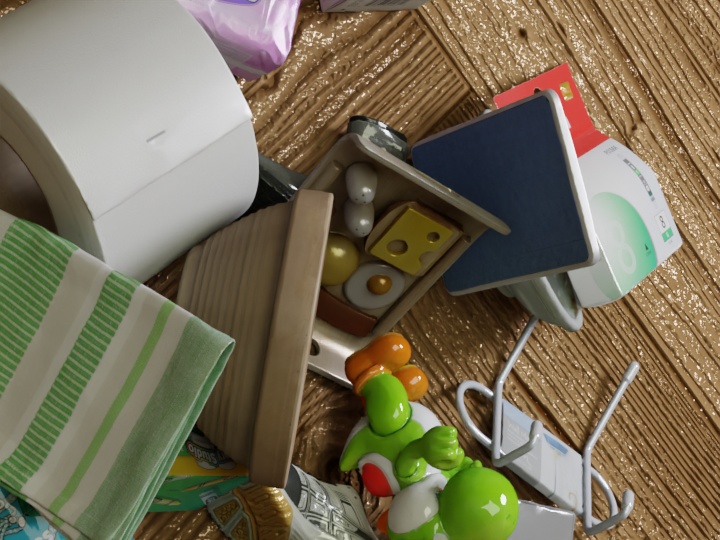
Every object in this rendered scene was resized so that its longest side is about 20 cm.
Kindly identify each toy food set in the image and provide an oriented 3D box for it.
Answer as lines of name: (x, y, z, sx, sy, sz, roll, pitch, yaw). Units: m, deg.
toy food set: (0.000, 0.000, 1.102, 0.143, 0.200, 0.061, 27, 35, -24)

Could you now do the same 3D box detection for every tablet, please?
tablet: (0.106, -0.055, 1.108, 0.014, 0.200, 0.131, -15, 90, -30)

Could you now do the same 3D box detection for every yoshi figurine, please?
yoshi figurine: (0.061, 0.144, 1.094, 0.112, 0.112, 0.201, 3, 48, -28)

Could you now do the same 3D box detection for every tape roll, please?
tape roll: (-0.186, -0.087, 0.986, 0.139, 0.202, 0.204, -36, 101, -30)

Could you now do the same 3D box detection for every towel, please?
towel: (-0.189, 0.063, 0.870, 0.153, 0.199, 0.023, -62, 156, 1)

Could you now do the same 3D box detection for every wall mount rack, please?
wall mount rack: (0.176, 0.126, 1.250, 0.200, 0.074, 0.174, 37, 36, -22)

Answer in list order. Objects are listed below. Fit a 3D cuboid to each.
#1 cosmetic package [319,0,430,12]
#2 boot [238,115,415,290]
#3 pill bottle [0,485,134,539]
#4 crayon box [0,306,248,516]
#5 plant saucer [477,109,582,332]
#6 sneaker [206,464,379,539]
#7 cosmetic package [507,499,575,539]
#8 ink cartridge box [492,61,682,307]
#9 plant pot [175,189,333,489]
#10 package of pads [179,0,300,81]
cosmetic package: (0.007, -0.326, 1.222, 0.103, 0.073, 0.202, -9, 87, -33)
boot: (-0.021, -0.074, 1.174, 0.199, 0.068, 0.131, 34, 59, -29)
pill bottle: (-0.230, 0.167, 0.967, 0.111, 0.111, 0.201, -40, 102, -30)
crayon box: (-0.163, 0.099, 0.975, 0.200, 0.058, 0.119, 17, 46, -63)
plant saucer: (0.127, -0.035, 1.218, 0.201, 0.050, 0.201, 58, 17, -29)
sneaker: (-0.048, 0.185, 1.110, 0.200, 0.075, 0.088, 53, 42, -14)
cosmetic package: (0.102, 0.285, 1.167, 0.106, 0.090, 0.202, 18, 70, -28)
ink cartridge box: (0.208, -0.085, 1.288, 0.161, 0.050, 0.201, -30, 100, -53)
plant pot: (-0.077, 0.040, 0.980, 0.092, 0.201, 0.202, 10, 74, 0)
package of pads: (-0.141, -0.240, 1.113, 0.199, 0.076, 0.121, 20, 73, -27)
